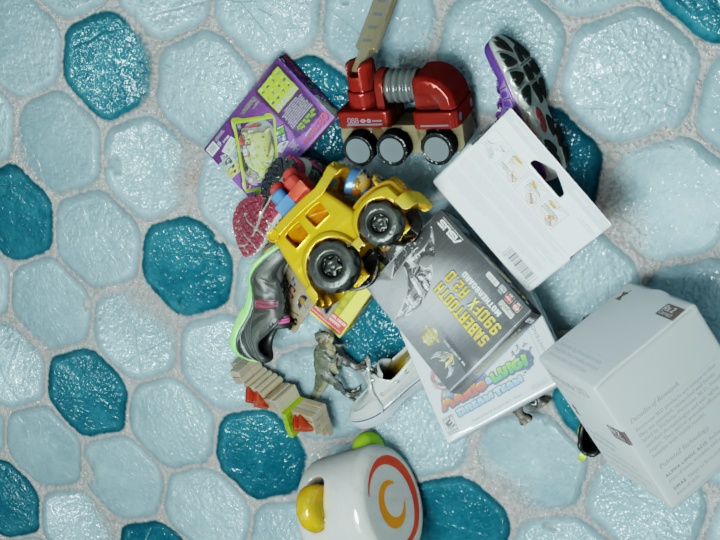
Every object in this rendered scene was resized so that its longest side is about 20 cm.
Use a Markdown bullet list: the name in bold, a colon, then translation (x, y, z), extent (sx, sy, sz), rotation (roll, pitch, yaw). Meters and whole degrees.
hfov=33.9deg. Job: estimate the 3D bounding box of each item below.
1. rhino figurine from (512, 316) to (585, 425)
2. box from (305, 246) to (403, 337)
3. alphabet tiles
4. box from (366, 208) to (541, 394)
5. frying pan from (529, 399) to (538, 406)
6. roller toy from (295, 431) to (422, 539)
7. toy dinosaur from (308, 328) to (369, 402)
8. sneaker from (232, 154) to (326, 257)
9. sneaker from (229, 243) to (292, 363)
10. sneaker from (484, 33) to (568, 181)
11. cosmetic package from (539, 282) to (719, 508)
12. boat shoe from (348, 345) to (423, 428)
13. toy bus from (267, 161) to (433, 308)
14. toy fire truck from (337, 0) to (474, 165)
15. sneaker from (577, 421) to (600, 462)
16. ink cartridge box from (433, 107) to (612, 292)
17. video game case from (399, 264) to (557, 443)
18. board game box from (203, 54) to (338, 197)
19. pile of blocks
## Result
- **rhino figurine**: translation (0.273, 0.130, 1.632), extent (0.200, 0.060, 0.088), rotation (-38, 93, 30)
- **box**: translation (0.000, 0.000, 1.719), extent (0.075, 0.050, 0.201), rotation (40, 122, 8)
- **alphabet tiles**: translation (-0.077, -0.012, 1.739), extent (0.168, 0.008, 0.201), rotation (53, 126, 28)
- **box**: translation (0.125, 0.042, 1.612), extent (0.158, 0.048, 0.200), rotation (-45, 63, 14)
- **frying pan**: translation (0.170, 0.113, 1.649), extent (0.114, 0.031, 0.192), rotation (-22, 70, 27)
- **roller toy**: translation (-0.006, 0.365, 1.782), extent (0.139, 0.200, 0.184), rotation (-19, 106, 31)
- **toy dinosaur**: translation (-0.038, 0.156, 1.798), extent (0.087, 0.048, 0.201), rotation (14, 135, 3)
- **sneaker**: translation (-0.119, -0.088, 1.721), extent (0.200, 0.074, 0.081), rotation (-44, 62, 38)
- **sneaker**: translation (-0.129, 0.047, 1.751), extent (0.083, 0.077, 0.201), rotation (28, 116, 21)
- **sneaker**: translation (0.198, -0.205, 1.531), extent (0.083, 0.081, 0.202), rotation (-14, 103, 35)
- **cosmetic package**: translation (0.364, 0.150, 1.477), extent (0.165, 0.165, 0.201), rotation (-38, 106, -8)
- **boat shoe**: translation (0.038, 0.154, 1.730), extent (0.086, 0.075, 0.202), rotation (36, 123, -25)
- **toy bus**: translation (-0.030, -0.078, 1.591), extent (0.200, 0.136, 0.192), rotation (-43, 78, 12)
- **toy fire truck**: translation (0.057, -0.257, 1.567), extent (0.175, 0.129, 0.202), rotation (2, 120, 25)
- **sneaker**: translation (0.351, 0.178, 1.594), extent (0.071, 0.083, 0.201), rotation (28, 114, 13)
- **ink cartridge box**: translation (0.214, -0.095, 1.538), extent (0.200, 0.044, 0.174), rotation (49, 133, 2)
- **video game case**: translation (0.168, 0.110, 1.617), extent (0.199, 0.024, 0.183), rotation (-32, 68, 21)
- **board game box**: translation (-0.131, -0.202, 1.719), extent (0.120, 0.032, 0.200), rotation (49, 122, 5)
- **pile of blocks**: translation (-0.136, 0.210, 1.844), extent (0.199, 0.062, 0.083), rotation (33, 139, 24)
